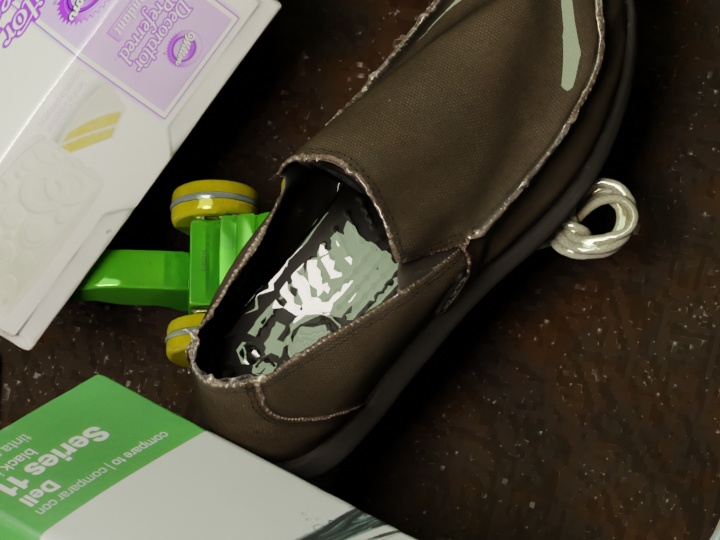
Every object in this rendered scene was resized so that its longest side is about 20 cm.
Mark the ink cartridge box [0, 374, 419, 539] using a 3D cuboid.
[{"bbox_3d":[-0.033,0.142,0.879,0.200,0.083,0.147,24,125,31],"label":"ink cartridge box"}]

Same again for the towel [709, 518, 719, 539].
[{"bbox_3d":[0.201,0.046,0.869,0.147,0.022,0.200,24,83,30],"label":"towel"}]

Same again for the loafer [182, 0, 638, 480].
[{"bbox_3d":[0.016,-0.023,0.901,0.073,0.071,0.200,31,86,23],"label":"loafer"}]

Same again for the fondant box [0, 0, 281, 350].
[{"bbox_3d":[-0.132,-0.079,1.020,0.144,0.058,0.200,-54,39,1],"label":"fondant box"}]

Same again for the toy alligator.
[{"bbox_3d":[0.000,0.000,0.969,0.200,0.054,0.059,-6,72,16],"label":"toy alligator"}]
